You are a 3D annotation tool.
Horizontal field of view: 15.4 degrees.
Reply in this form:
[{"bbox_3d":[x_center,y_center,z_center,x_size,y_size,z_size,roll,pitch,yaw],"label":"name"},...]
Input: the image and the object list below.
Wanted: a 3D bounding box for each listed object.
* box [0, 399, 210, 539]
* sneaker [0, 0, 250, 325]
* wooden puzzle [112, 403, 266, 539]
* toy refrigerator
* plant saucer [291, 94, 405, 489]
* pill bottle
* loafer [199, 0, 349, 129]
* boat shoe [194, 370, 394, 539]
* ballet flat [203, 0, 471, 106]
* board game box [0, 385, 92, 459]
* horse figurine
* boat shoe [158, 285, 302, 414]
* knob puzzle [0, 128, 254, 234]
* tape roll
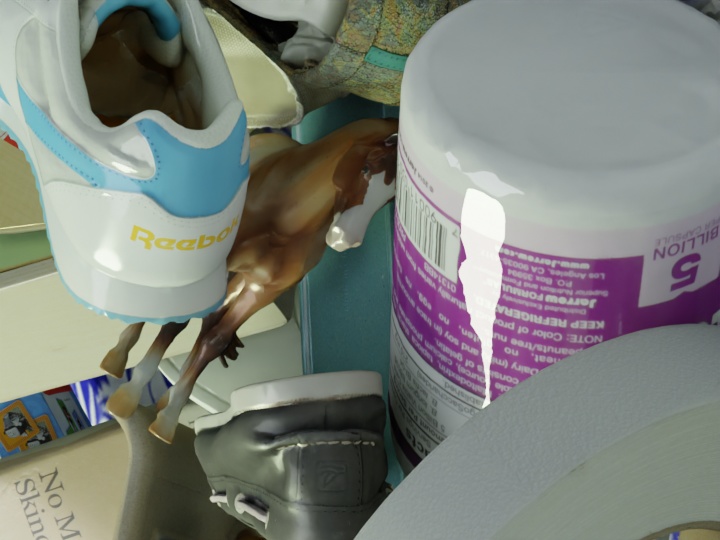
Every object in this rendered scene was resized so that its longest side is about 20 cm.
[{"bbox_3d":[-0.124,0.120,1.195,0.095,0.200,0.078,68,-161,-1],"label":"box"},{"bbox_3d":[-0.088,-0.076,0.869,0.200,0.076,0.081,55,142,36],"label":"sneaker"},{"bbox_3d":[-0.061,0.161,1.022,0.185,0.046,0.201,38,-123,-72],"label":"wooden puzzle"},{"bbox_3d":[-0.127,-0.003,1.092,0.070,0.199,0.076,53,-149,-39],"label":"toy refrigerator"},{"bbox_3d":[0.000,0.000,0.986,0.070,0.019,0.201,0,93,51],"label":"plant saucer"},{"bbox_3d":[0.065,0.019,0.842,0.112,0.112,0.200,45,146,39],"label":"pill bottle"},{"bbox_3d":[-0.087,-0.078,0.982,0.200,0.068,0.076,11,147,40],"label":"loafer"},{"bbox_3d":[-0.021,0.072,0.891,0.200,0.067,0.057,111,155,-81],"label":"boat shoe"},{"bbox_3d":[-0.044,-0.116,0.875,0.200,0.071,0.071,39,143,37],"label":"ballet flat"},{"bbox_3d":[-0.137,0.117,1.319,0.200,0.037,0.151,61,178,1],"label":"board game box"},{"bbox_3d":[-0.040,-0.004,0.936,0.050,0.133,0.200,35,179,-5],"label":"horse figurine"},{"bbox_3d":[-0.028,0.049,1.092,0.200,0.073,0.062,42,168,37],"label":"boat shoe"},{"bbox_3d":[-0.104,-0.103,1.065,0.219,0.030,0.220,-7,77,29],"label":"knob puzzle"},{"bbox_3d":[0.068,0.107,0.803,0.037,0.202,0.203,45,146,38],"label":"tape roll"}]
